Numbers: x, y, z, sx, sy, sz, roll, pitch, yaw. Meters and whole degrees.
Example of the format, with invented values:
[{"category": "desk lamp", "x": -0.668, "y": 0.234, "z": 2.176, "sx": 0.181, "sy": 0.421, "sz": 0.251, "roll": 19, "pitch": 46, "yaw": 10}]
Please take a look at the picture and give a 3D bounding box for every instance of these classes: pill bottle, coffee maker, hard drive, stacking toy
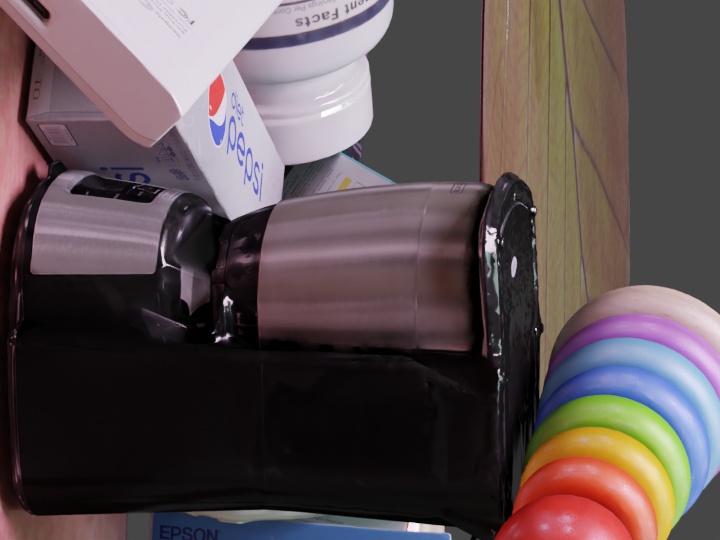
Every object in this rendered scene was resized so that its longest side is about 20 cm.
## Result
[{"category": "pill bottle", "x": -0.042, "y": -0.155, "z": 1.287, "sx": 0.111, "sy": 0.110, "sz": 0.201, "roll": -72, "pitch": 159, "yaw": -57}, {"category": "coffee maker", "x": -0.034, "y": 0.055, "z": 1.115, "sx": 0.135, "sy": 0.199, "sz": 0.193, "roll": 50, "pitch": 42, "yaw": -71}, {"category": "hard drive", "x": -0.093, "y": -0.128, "z": 1.054, "sx": 0.132, "sy": 0.027, "sz": 0.200, "roll": 46, "pitch": 22, "yaw": -7}, {"category": "stacking toy", "x": 0.095, "y": 0.081, "z": 1.066, "sx": 0.200, "sy": 0.085, "sz": 0.086, "roll": -57, "pitch": 146, "yaw": -63}]

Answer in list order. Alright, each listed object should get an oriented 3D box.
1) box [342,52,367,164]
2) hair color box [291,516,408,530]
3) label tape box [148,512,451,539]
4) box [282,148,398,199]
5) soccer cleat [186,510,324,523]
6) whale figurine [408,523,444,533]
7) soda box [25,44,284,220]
[{"category": "box", "x": -0.026, "y": -0.067, "z": 1.577, "sx": 0.143, "sy": 0.036, "sz": 0.201, "roll": 38, "pitch": 55, "yaw": -76}, {"category": "hair color box", "x": -0.023, "y": 0.074, "z": 1.384, "sx": 0.064, "sy": 0.110, "sz": 0.200, "roll": 100, "pitch": 2, "yaw": -47}, {"category": "label tape box", "x": -0.025, "y": 0.207, "z": 1.298, "sx": 0.066, "sy": 0.143, "sz": 0.201, "roll": -32, "pitch": 124, "yaw": -77}, {"category": "box", "x": 0.000, "y": 0.000, "z": 1.286, "sx": 0.082, "sy": 0.049, "sz": 0.200, "roll": -55, "pitch": -154, "yaw": 0}, {"category": "soccer cleat", "x": -0.034, "y": 0.081, "z": 1.261, "sx": 0.078, "sy": 0.199, "sz": 0.070, "roll": -9, "pitch": -106, "yaw": 62}, {"category": "whale figurine", "x": -0.023, "y": 0.164, "z": 1.512, "sx": 0.200, "sy": 0.103, "sz": 0.160, "roll": 114, "pitch": -20, "yaw": -49}, {"category": "soda box", "x": -0.083, "y": -0.054, "z": 1.207, "sx": 0.200, "sy": 0.063, "sz": 0.069, "roll": 64, "pitch": 29, "yaw": -67}]
